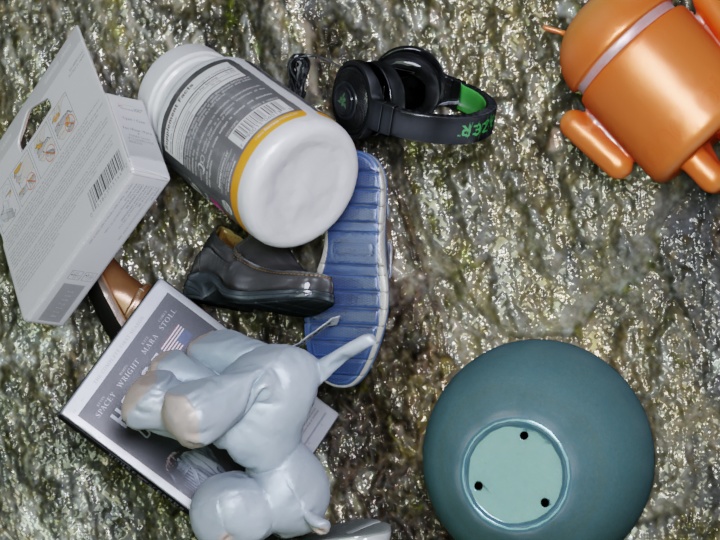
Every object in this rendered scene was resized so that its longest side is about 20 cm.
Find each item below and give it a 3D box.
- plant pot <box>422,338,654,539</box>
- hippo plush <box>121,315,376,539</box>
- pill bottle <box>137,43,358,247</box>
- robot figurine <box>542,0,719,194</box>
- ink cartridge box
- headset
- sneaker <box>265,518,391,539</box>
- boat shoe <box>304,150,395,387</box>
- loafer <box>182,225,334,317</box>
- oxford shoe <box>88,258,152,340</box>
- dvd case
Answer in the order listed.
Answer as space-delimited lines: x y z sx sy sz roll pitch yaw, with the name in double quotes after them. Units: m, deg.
0.138 0.161 1.487 0.198 0.135 0.202 0 91 14 "plant pot"
-0.090 0.142 1.496 0.198 0.159 0.162 -19 107 -20 "hippo plush"
-0.100 -0.111 1.519 0.200 0.116 0.117 38 101 44 "pill bottle"
0.244 -0.154 1.468 0.200 0.116 0.144 48 140 9 "robot figurine"
-0.255 -0.082 1.580 0.200 0.044 0.177 -49 49 32 "ink cartridge box"
0.019 -0.138 1.531 0.199 0.123 0.095 23 116 27 "headset"
-0.065 0.271 1.573 0.198 0.070 0.081 -8 98 16 "sneaker"
0.000 0.000 1.551 0.072 0.072 0.202 8 91 14 "boat shoe"
-0.087 -0.002 1.532 0.199 0.072 0.073 6 82 52 "loafer"
-0.192 0.041 1.615 0.071 0.071 0.201 -31 79 -18 "oxford shoe"
-0.138 0.125 1.553 0.199 0.025 0.151 37 69 -5 "dvd case"
